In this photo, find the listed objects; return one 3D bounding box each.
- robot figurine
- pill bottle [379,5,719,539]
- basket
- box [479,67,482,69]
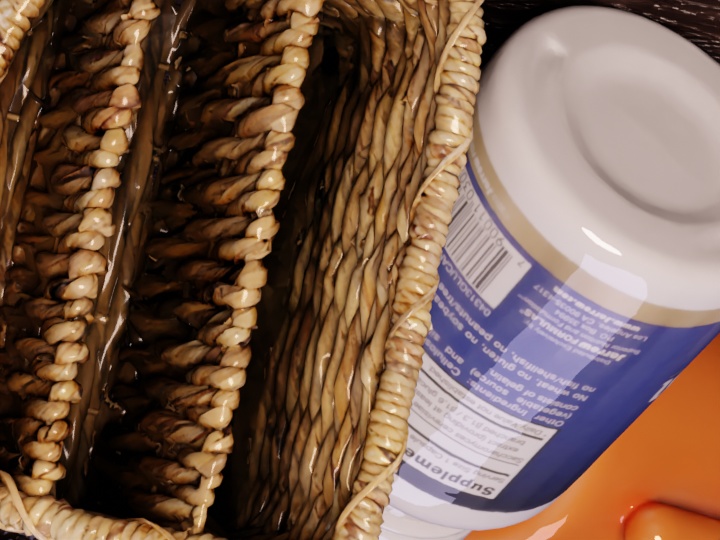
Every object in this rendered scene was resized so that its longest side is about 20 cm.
[{"bbox_3d":[0.098,0.062,1.129,0.200,0.117,0.144,15,170,-39],"label":"robot figurine"},{"bbox_3d":[0.046,0.016,0.943,0.111,0.111,0.200,14,139,-24],"label":"pill bottle"},{"bbox_3d":[-0.064,-0.012,0.885,0.142,0.201,0.149,15,176,-22],"label":"basket"},{"bbox_3d":[0.076,-0.033,1.098,0.116,0.060,0.200,13,174,-18],"label":"box"}]
